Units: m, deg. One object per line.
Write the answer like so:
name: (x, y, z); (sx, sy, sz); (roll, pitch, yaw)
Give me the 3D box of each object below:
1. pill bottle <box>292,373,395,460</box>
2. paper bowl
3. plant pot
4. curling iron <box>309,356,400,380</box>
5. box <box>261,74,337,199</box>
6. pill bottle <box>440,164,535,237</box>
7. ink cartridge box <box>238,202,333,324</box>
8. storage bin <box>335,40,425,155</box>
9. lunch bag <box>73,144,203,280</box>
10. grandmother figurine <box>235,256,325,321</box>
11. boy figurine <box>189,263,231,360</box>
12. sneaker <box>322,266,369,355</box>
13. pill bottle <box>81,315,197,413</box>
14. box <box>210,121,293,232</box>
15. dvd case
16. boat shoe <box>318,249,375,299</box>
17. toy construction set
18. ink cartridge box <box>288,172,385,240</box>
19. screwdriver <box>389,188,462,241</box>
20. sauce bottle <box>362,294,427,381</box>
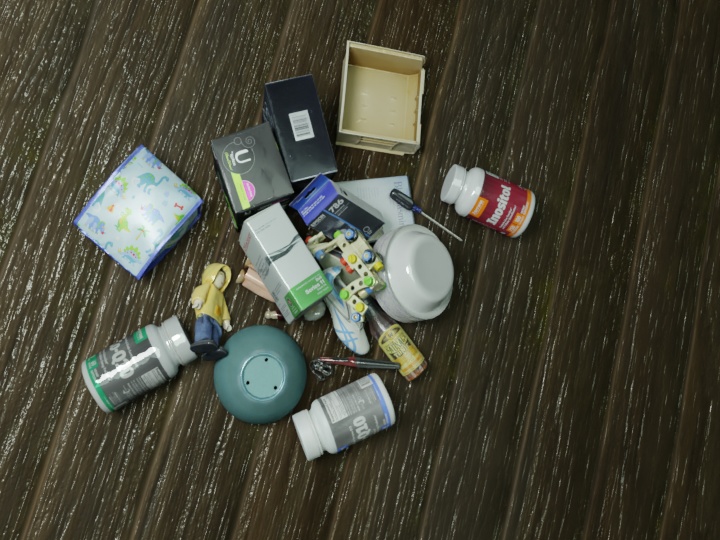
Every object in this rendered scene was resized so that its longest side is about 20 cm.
pill bottle: (-0.035, 0.304, 1.277); (0.195, 0.114, 0.117); (-23, 88, -13)
paper bowl: (0.120, 0.003, 1.314); (0.196, 0.103, 0.207); (10, 74, -35)
plant pot: (-0.198, 0.211, 1.242); (0.194, 0.135, 0.207); (1, 83, -11)
curling iron: (-0.012, 0.206, 1.319); (0.193, 0.026, 0.051); (-2, 69, 0)
box: (-0.132, -0.267, 1.289); (0.101, 0.182, 0.206); (-15, 86, -12)
pill bottle: (0.285, -0.161, 1.401); (0.195, 0.113, 0.116); (21, 79, -8)
ink cartridge box: (-0.152, -0.012, 1.223); (0.082, 0.146, 0.203); (-32, 87, -21)
storage bin: (0.048, -0.379, 1.386); (0.192, 0.094, 0.207); (6, 82, -11)
lunch bag: (-0.438, -0.109, 1.234); (0.169, 0.127, 0.202); (39, 68, -5)
grandmother figurine: (-0.164, 0.049, 1.309); (0.196, 0.061, 0.124); (27, 88, -5)
boy figurine: (-0.297, 0.079, 1.254); (0.063, 0.125, 0.205); (-14, 53, 18)
sneaker: (-0.028, 0.088, 1.310); (0.071, 0.072, 0.204); (-23, 101, 25)
pill bottle: (-0.427, 0.178, 1.209); (0.197, 0.113, 0.115); (-30, 90, -14)
box: (-0.220, -0.182, 1.250); (0.121, 0.200, 0.152); (-20, 88, -13)
dvd case: (0.026, -0.133, 1.390); (0.194, 0.018, 0.147); (-7, 84, -13)
boat shoe: (0.000, 0.000, 1.344); (0.196, 0.071, 0.064); (29, 60, -11)
toy construction set: (-0.027, -0.007, 1.245); (0.131, 0.092, 0.201); (-45, 80, 15)
ink cartridge box: (-0.045, -0.114, 1.267); (0.099, 0.198, 0.040); (-41, 49, 22)
screwdriver: (0.151, -0.125, 1.390); (0.196, 0.028, 0.030); (29, 107, -5)
sauce bottle: (0.064, 0.145, 1.343); (0.066, 0.066, 0.201); (-40, 92, -13)
